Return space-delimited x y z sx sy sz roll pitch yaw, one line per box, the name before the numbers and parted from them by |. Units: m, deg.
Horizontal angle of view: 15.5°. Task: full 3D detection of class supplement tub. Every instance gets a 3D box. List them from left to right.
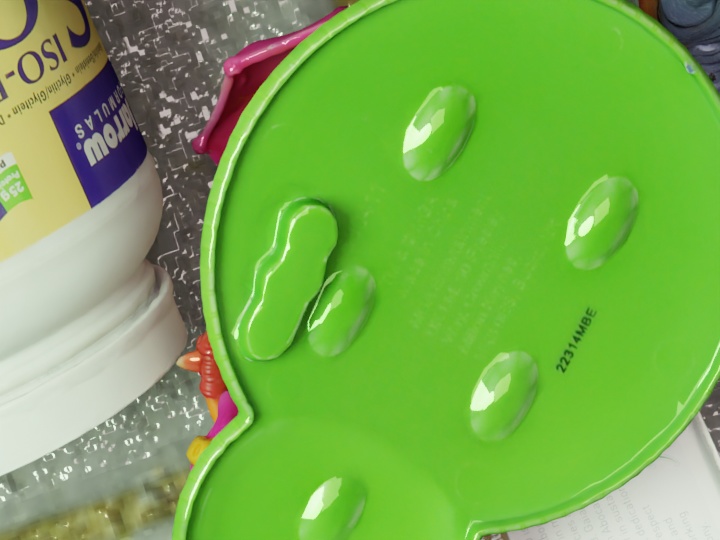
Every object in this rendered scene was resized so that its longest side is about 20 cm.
supplement tub | -0.144 -0.046 0.769 0.145 0.145 0.201 -23 106 -1

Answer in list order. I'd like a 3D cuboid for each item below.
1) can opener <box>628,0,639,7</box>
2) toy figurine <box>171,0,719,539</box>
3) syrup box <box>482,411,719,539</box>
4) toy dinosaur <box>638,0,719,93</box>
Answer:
can opener | 0.079 -0.100 0.847 0.067 0.053 0.200 -27 81 -34
toy figurine | 0.000 0.000 0.766 0.150 0.184 0.201 26 95 -18
syrup box | 0.016 0.101 0.801 0.199 0.079 0.082 -23 83 -1
toy dinosaur | 0.106 -0.092 0.752 0.105 0.200 0.182 4 104 -40
